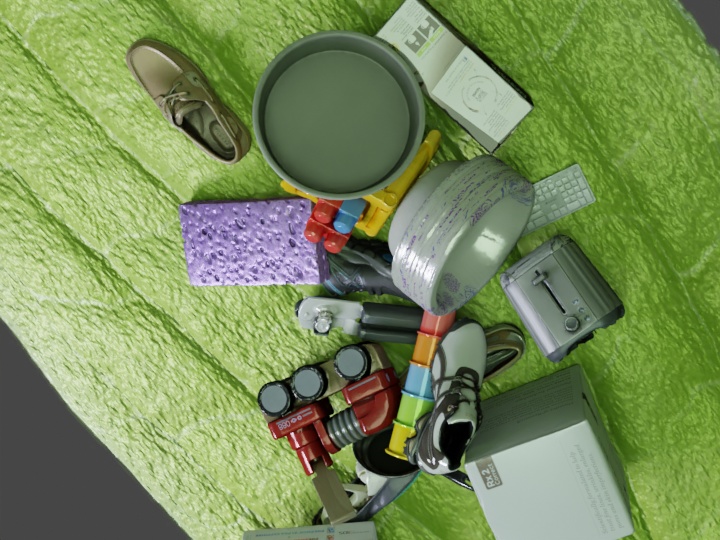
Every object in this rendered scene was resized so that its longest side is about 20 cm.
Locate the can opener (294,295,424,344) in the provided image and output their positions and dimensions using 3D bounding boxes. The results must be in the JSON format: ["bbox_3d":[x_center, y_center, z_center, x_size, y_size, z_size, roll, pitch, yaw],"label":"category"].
[{"bbox_3d":[0.014,0.058,1.781,0.199,0.067,0.053,8,126,-5],"label":"can opener"}]

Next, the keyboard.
[{"bbox_3d":[0.199,-0.070,1.749,0.199,0.011,0.056,-26,102,13],"label":"keyboard"}]

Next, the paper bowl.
[{"bbox_3d":[0.112,-0.052,1.660,0.104,0.200,0.201,37,108,22],"label":"paper bowl"}]

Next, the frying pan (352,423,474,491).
[{"bbox_3d":[0.082,0.237,1.796,0.189,0.115,0.031,8,136,16],"label":"frying pan"}]

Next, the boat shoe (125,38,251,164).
[{"bbox_3d":[-0.218,-0.214,1.723,0.200,0.065,0.071,42,106,-7],"label":"boat shoe"}]

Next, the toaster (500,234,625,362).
[{"bbox_3d":[0.251,0.032,1.693,0.113,0.200,0.129,-35,82,13],"label":"toaster"}]

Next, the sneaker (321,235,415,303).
[{"bbox_3d":[0.000,0.000,1.765,0.199,0.073,0.082,26,113,9],"label":"sneaker"}]

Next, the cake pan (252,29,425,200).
[{"bbox_3d":[-0.025,-0.177,1.583,0.199,0.037,0.201,1,82,-4],"label":"cake pan"}]

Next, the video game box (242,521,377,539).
[{"bbox_3d":[-0.056,0.430,1.869,0.181,0.047,0.201,-4,127,9],"label":"video game box"}]

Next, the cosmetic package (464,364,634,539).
[{"bbox_3d":[0.238,0.249,1.737,0.164,0.200,0.165,-23,103,12],"label":"cosmetic package"}]

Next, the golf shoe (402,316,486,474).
[{"bbox_3d":[0.126,0.158,1.683,0.077,0.094,0.201,19,84,-27],"label":"golf shoe"}]

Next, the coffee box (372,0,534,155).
[{"bbox_3d":[0.111,-0.241,1.654,0.200,0.113,0.080,41,103,-6],"label":"coffee box"}]

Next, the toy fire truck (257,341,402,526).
[{"bbox_3d":[-0.023,0.211,1.764,0.175,0.129,0.201,-26,84,12],"label":"toy fire truck"}]

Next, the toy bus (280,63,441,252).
[{"bbox_3d":[-0.031,-0.127,1.651,0.199,0.136,0.192,30,67,-2],"label":"toy bus"}]

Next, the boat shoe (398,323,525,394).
[{"bbox_3d":[0.123,0.135,1.781,0.200,0.076,0.072,-33,102,15],"label":"boat shoe"}]

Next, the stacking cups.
[{"bbox_3d":[0.086,0.142,1.742,0.060,0.061,0.201,16,91,1],"label":"stacking cups"}]

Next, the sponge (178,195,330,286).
[{"bbox_3d":[-0.138,-0.037,1.754,0.199,0.030,0.112,-1,105,27],"label":"sponge"}]

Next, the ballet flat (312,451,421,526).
[{"bbox_3d":[0.007,0.295,1.839,0.073,0.073,0.200,42,108,-6],"label":"ballet flat"}]
